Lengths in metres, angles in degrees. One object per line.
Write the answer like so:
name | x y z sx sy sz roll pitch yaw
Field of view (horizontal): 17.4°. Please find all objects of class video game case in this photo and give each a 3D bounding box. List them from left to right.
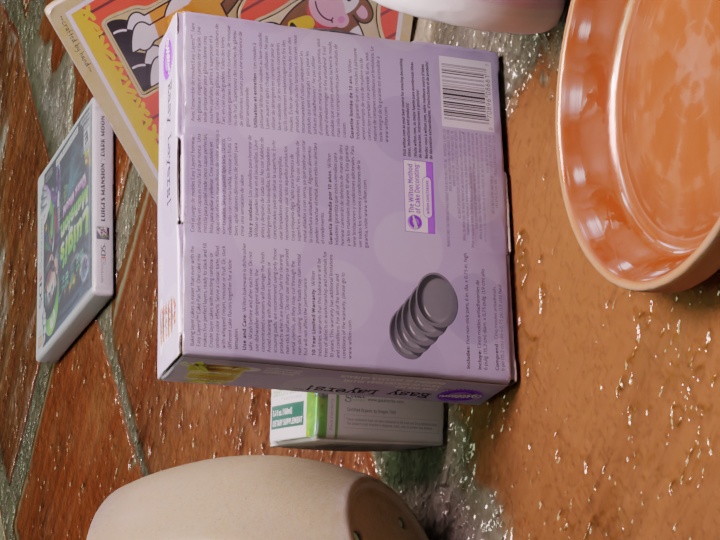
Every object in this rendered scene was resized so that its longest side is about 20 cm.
video game case | -0.255 -0.033 2.087 0.200 0.023 0.182 138 133 -61

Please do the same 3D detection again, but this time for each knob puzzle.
knob puzzle | -0.053 -0.125 1.368 0.030 0.219 0.220 -132 51 -64

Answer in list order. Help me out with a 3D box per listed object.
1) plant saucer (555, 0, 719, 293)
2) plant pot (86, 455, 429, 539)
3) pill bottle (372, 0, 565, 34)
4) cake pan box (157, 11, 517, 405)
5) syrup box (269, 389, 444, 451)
plant saucer | 0.144 -0.089 1.046 0.200 0.032 0.201 -175 90 -68
plant pot | -0.033 0.180 1.270 0.134 0.200 0.201 -28 51 23
pill bottle | 0.066 -0.227 1.170 0.112 0.112 0.201 -135 54 -64
cake pan box | -0.015 -0.035 1.233 0.052 0.184 0.201 140 131 -62
syrup box | 0.000 0.000 1.330 0.079 0.081 0.201 164 109 -67
